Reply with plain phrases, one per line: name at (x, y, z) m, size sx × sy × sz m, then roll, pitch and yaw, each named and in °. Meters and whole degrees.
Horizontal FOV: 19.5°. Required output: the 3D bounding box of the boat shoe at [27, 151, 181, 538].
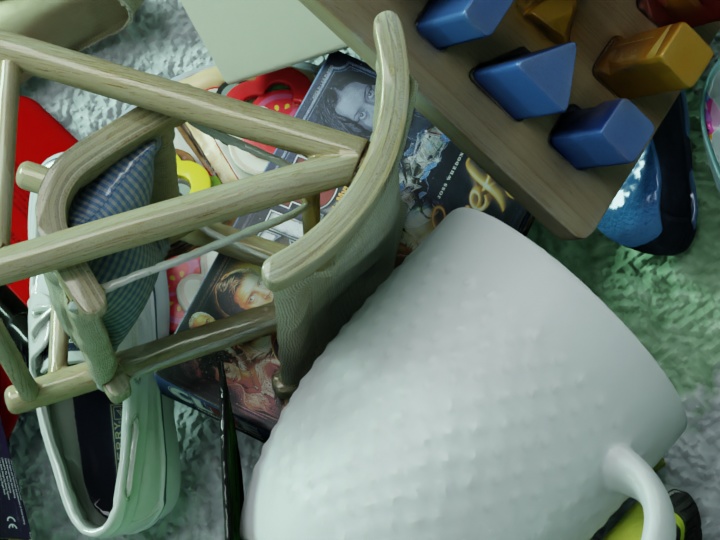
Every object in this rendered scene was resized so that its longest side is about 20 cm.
boat shoe at (-0.136, 0.037, 1.072) m, size 0.073 × 0.065 × 0.202 m, roll -15°, pitch 88°, yaw 20°

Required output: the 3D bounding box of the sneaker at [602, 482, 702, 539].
sneaker at (0.085, 0.177, 0.958) m, size 0.076 × 0.075 × 0.201 m, roll 30°, pitch 78°, yaw 31°

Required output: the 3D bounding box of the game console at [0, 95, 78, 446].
game console at (-0.211, 0.016, 1.211) m, size 0.172 × 0.119 × 0.200 m, roll -27°, pitch 50°, yaw -29°

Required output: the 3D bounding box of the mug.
mug at (0.052, 0.097, 0.930) m, size 0.175 × 0.148 × 0.200 m, roll -46°, pitch 51°, yaw -10°

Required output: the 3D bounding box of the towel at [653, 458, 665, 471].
towel at (0.050, 0.124, 1.037) m, size 0.200 × 0.018 × 0.086 m, roll -38°, pitch 54°, yaw 2°

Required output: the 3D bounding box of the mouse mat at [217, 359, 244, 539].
mouse mat at (-0.056, 0.157, 0.971) m, size 0.007 × 0.161 × 0.202 m, roll -4°, pitch 71°, yaw -2°

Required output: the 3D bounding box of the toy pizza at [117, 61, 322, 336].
toy pizza at (-0.060, -0.031, 1.126) m, size 0.198 × 0.032 × 0.202 m, roll -2°, pitch 65°, yaw 4°

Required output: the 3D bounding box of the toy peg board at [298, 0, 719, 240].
toy peg board at (0.101, -0.154, 0.956) m, size 0.200 × 0.200 × 0.098 m, roll -56°, pitch 20°, yaw -18°

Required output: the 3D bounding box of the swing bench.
swing bench at (-0.075, -0.020, 0.953) m, size 0.198 × 0.199 × 0.131 m, roll 0°, pitch 72°, yaw 0°

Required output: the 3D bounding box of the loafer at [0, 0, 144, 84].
loafer at (-0.212, -0.142, 1.266) m, size 0.199 × 0.076 × 0.069 m, roll -13°, pitch 60°, yaw 29°

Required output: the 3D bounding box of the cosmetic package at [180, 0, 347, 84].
cosmetic package at (0.009, -0.170, 1.091) m, size 0.199 × 0.073 × 0.104 m, roll -14°, pitch 24°, yaw 40°

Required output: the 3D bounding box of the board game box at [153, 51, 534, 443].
board game box at (0.000, 0.000, 1.072) m, size 0.135 × 0.035 × 0.201 m, roll 24°, pitch 73°, yaw 13°

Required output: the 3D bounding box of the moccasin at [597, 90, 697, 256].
moccasin at (0.130, -0.096, 1.090) m, size 0.080 × 0.068 × 0.201 m, roll -17°, pitch 63°, yaw 32°

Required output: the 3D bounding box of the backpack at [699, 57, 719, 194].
backpack at (0.259, -0.065, 0.966) m, size 0.199 × 0.153 × 0.177 m, roll -33°, pitch 60°, yaw 14°

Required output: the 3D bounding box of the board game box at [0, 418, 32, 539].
board game box at (-0.257, 0.104, 1.120) m, size 0.165 × 0.056 × 0.201 m, roll -47°, pitch 49°, yaw 34°
